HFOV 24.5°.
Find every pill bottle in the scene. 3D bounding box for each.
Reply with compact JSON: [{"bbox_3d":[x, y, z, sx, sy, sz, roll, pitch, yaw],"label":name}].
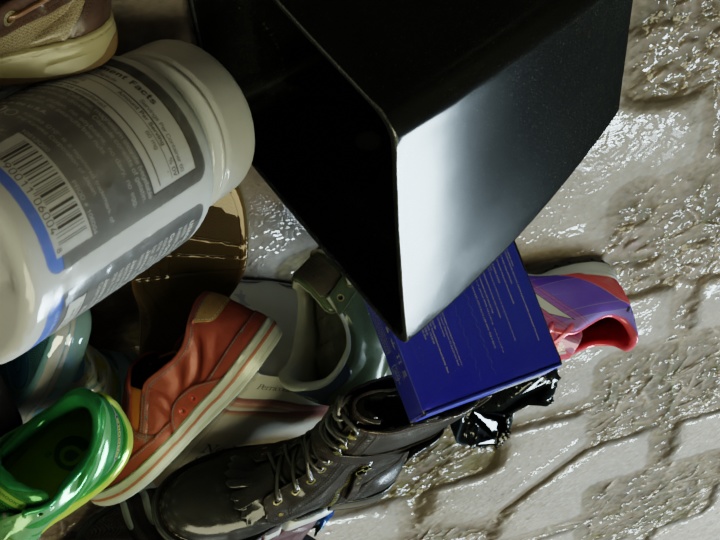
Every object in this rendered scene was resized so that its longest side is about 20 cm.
[{"bbox_3d":[-0.148,-0.044,0.858,0.200,0.114,0.114,-39,167,-49],"label":"pill bottle"}]

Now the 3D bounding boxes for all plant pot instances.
[{"bbox_3d":[0.034,-0.121,0.884,0.177,0.200,0.200,-31,151,-15],"label":"plant pot"}]

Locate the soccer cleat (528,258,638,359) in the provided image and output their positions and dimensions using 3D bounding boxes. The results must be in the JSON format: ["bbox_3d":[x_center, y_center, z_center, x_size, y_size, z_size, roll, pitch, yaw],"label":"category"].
[{"bbox_3d":[0.130,0.040,1.298,0.199,0.073,0.068,-7,144,-30],"label":"soccer cleat"}]

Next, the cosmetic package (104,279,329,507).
[{"bbox_3d":[-0.103,0.103,1.203,0.103,0.087,0.200,6,136,-41],"label":"cosmetic package"}]

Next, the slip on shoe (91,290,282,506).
[{"bbox_3d":[-0.125,0.082,1.061,0.200,0.061,0.074,-47,-173,36],"label":"slip on shoe"}]

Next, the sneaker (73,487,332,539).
[{"bbox_3d":[-0.110,0.200,1.190,0.199,0.076,0.116,-14,151,-22],"label":"sneaker"}]

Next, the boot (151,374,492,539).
[{"bbox_3d":[-0.030,0.116,1.084,0.199,0.069,0.174,-13,161,-23],"label":"boot"}]

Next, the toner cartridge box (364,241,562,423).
[{"bbox_3d":[0.042,-0.016,1.024,0.095,0.201,0.043,-18,171,-14],"label":"toner cartridge box"}]

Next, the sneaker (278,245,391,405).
[{"bbox_3d":[0.000,0.000,1.087,0.090,0.067,0.201,0,113,-37],"label":"sneaker"}]

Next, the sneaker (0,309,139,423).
[{"bbox_3d":[-0.181,0.064,1.099,0.130,0.080,0.200,-4,152,-30],"label":"sneaker"}]

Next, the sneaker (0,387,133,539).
[{"bbox_3d":[-0.218,0.145,0.987,0.200,0.074,0.084,-53,161,-20],"label":"sneaker"}]

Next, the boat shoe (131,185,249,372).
[{"bbox_3d":[-0.111,-0.002,1.066,0.072,0.065,0.200,3,134,-8],"label":"boat shoe"}]

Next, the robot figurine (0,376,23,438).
[{"bbox_3d":[-0.299,0.093,1.000,0.125,0.150,0.200,-57,159,-24],"label":"robot figurine"}]

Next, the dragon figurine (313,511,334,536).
[{"bbox_3d":[-0.035,0.171,1.380,0.200,0.059,0.099,9,138,-40],"label":"dragon figurine"}]

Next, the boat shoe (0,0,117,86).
[{"bbox_3d":[-0.215,-0.123,0.807,0.199,0.072,0.072,-13,133,-21],"label":"boat shoe"}]

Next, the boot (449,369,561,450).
[{"bbox_3d":[0.095,0.007,1.130,0.076,0.168,0.200,-2,141,-34],"label":"boot"}]

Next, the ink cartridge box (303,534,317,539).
[{"bbox_3d":[-0.111,0.236,1.343,0.197,0.200,0.047,6,100,-40],"label":"ink cartridge box"}]
